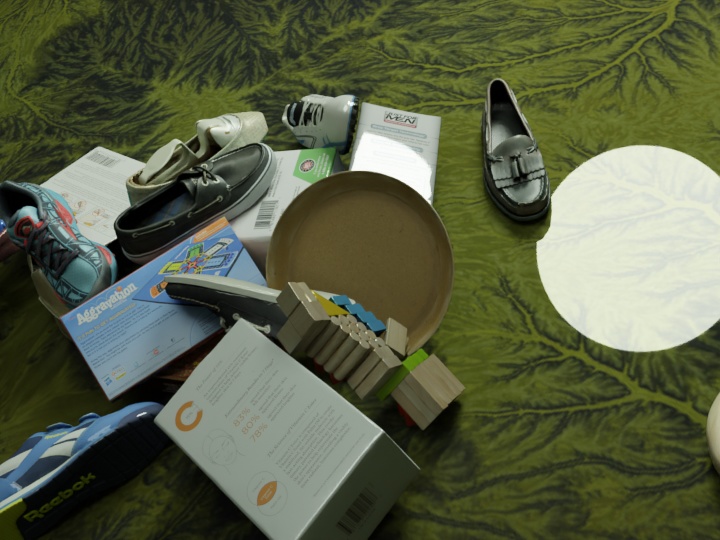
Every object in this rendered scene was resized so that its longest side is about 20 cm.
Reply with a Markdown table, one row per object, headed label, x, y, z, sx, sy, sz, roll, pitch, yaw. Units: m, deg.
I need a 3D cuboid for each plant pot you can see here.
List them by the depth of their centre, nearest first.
| label | x | y | z | sx | sy | sz | roll | pitch | yaw |
| --- | --- | --- | --- | --- | --- | --- | --- | --- | --- |
| plant pot | 0.000 | 0.000 | 0.879 | 0.198 | 0.027 | 0.202 | 0 | 91 | 17 |

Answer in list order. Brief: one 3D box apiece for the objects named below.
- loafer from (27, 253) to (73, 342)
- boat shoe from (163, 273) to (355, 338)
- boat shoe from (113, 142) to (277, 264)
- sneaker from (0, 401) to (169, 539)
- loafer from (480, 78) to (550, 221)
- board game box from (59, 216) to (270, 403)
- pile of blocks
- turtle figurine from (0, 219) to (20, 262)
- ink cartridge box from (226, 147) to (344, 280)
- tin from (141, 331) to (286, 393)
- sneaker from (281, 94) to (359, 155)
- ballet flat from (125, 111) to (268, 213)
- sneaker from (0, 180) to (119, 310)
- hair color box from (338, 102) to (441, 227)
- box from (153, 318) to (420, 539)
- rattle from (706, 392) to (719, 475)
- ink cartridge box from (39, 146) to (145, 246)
| label | x | y | z | sx | sy | sz | roll | pitch | yaw |
| --- | --- | --- | --- | --- | --- | --- | --- | --- | --- |
| loafer | -0.350 | 0.018 | 1.022 | 0.076 | 0.068 | 0.199 | -42 | 48 | -17 |
| boat shoe | -0.104 | 0.043 | 0.860 | 0.198 | 0.074 | 0.061 | 10 | 95 | 6 |
| boat shoe | -0.177 | -0.081 | 0.939 | 0.199 | 0.057 | 0.069 | -38 | 59 | -12 |
| sneaker | -0.282 | 0.180 | 0.850 | 0.199 | 0.074 | 0.082 | -30 | 44 | -11 |
| loafer | 0.171 | -0.144 | 0.999 | 0.071 | 0.063 | 0.201 | -13 | 46 | 7 |
| board game box | -0.199 | 0.039 | 0.900 | 0.199 | 0.019 | 0.103 | -33 | 82 | -11 |
| pile of blocks | 0.001 | 0.082 | 0.808 | 0.062 | 0.199 | 0.082 | -50 | 11 | 28 |
| turtle figurine | -0.510 | 0.020 | 1.022 | 0.198 | 0.144 | 0.195 | 6 | 53 | -22 |
| ink cartridge box | -0.123 | -0.061 | 1.007 | 0.198 | 0.084 | 0.146 | -2 | 48 | 16 |
| tin | -0.171 | 0.080 | 0.928 | 0.198 | 0.042 | 0.113 | 4 | 54 | 23 |
| sneaker | -0.050 | -0.182 | 1.053 | 0.072 | 0.073 | 0.200 | 10 | 3 | -19 |
| ballet flat | -0.185 | -0.135 | 0.993 | 0.067 | 0.063 | 0.200 | 29 | 63 | 35 |
| sneaker | -0.348 | -0.027 | 0.951 | 0.200 | 0.095 | 0.079 | 42 | 94 | 29 |
| hair color box | 0.033 | -0.100 | 0.988 | 0.098 | 0.061 | 0.201 | 11 | 50 | -1 |
| box | -0.067 | 0.155 | 0.768 | 0.199 | 0.098 | 0.125 | 33 | 77 | 37 |
| rattle | 0.339 | 0.083 | 0.690 | 0.129 | 0.143 | 0.201 | -7 | 50 | 38 |
| ink cartridge box | -0.333 | -0.078 | 1.102 | 0.199 | 0.045 | 0.176 | 21 | 48 | 33 |
